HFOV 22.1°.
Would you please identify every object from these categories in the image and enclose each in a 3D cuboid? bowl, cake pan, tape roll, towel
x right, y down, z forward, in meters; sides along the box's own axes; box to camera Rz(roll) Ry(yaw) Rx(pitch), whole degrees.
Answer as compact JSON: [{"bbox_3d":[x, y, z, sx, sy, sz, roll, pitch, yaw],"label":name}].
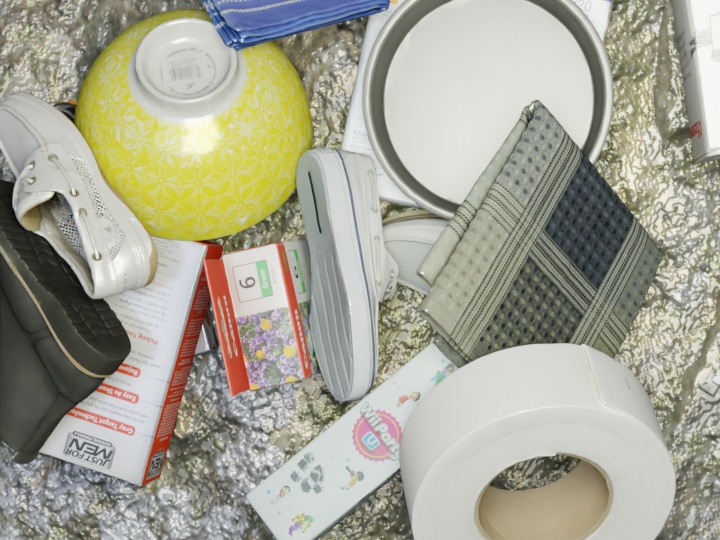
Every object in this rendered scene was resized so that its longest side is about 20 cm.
[{"bbox_3d":[-0.135,-0.137,1.463,0.198,0.108,0.202,0,62,-1],"label":"bowl"},{"bbox_3d":[0.101,-0.137,1.465,0.198,0.037,0.203,0,91,6],"label":"cake pan"},{"bbox_3d":[0.130,0.151,1.369,0.200,0.071,0.204,-4,128,-5],"label":"tape roll"},{"bbox_3d":[-0.076,-0.268,1.472,0.144,0.024,0.201,-17,63,-21],"label":"towel"},{"bbox_3d":[0.136,0.008,1.405,0.193,0.034,0.201,46,65,-32],"label":"towel"}]

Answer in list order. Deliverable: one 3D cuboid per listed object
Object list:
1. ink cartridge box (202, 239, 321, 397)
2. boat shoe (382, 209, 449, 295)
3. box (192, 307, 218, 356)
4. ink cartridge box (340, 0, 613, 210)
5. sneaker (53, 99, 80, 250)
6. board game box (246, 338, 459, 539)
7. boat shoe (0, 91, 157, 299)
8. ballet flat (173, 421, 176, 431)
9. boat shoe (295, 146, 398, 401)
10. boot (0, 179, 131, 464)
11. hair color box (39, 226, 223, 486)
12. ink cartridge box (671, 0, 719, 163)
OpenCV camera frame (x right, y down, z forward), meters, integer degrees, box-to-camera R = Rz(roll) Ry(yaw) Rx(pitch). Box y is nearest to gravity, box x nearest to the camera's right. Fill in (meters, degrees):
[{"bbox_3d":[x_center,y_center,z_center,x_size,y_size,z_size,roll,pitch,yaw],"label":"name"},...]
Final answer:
[{"bbox_3d":[-0.069,0.035,1.452,0.050,0.200,0.110,-12,90,9],"label":"ink cartridge box"},{"bbox_3d":[0.098,0.007,1.482,0.198,0.069,0.075,11,135,8],"label":"boat shoe"},{"bbox_3d":[-0.164,-0.025,1.546,0.041,0.039,0.202,-14,89,8],"label":"box"},{"bbox_3d":[0.092,-0.142,1.506,0.197,0.041,0.202,13,92,7],"label":"ink cartridge box"},{"bbox_3d":[-0.250,-0.042,1.539,0.077,0.077,0.202,-5,92,7],"label":"sneaker"},{"bbox_3d":[0.015,0.134,1.470,0.200,0.148,0.064,-40,85,6],"label":"board game box"},{"bbox_3d":[-0.239,-0.060,1.438,0.200,0.069,0.071,48,140,22],"label":"boat shoe"},{"bbox_3d":[-0.253,0.113,1.557,0.198,0.046,0.068,12,93,8],"label":"ballet flat"},{"bbox_3d":[0.000,0.000,1.452,0.066,0.073,0.202,-4,85,-30],"label":"boat shoe"},{"bbox_3d":[-0.280,0.039,1.468,0.139,0.077,0.201,-48,58,25],"label":"boot"},{"bbox_3d":[-0.189,0.062,1.500,0.101,0.061,0.202,17,92,8],"label":"hair color box"},{"bbox_3d":[0.288,-0.190,1.425,0.083,0.146,0.202,-9,91,7],"label":"ink cartridge box"}]
